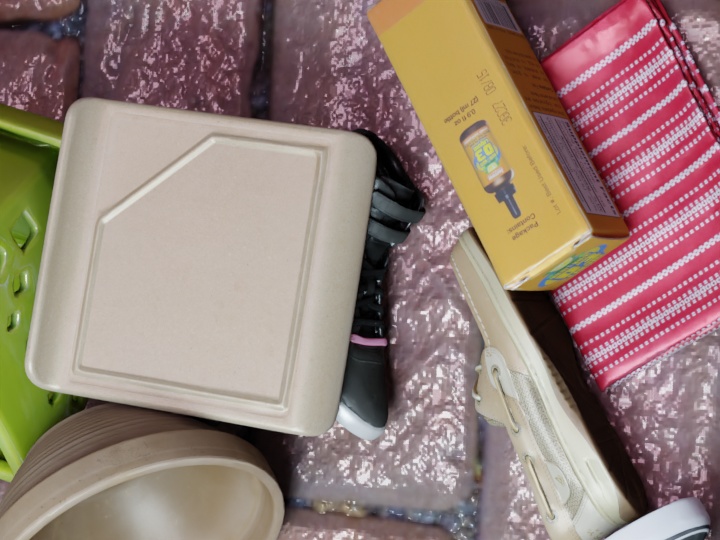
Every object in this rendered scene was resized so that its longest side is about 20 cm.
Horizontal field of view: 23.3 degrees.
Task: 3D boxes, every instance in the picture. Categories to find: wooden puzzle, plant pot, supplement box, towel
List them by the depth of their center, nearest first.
[{"bbox_3d":[0.082,-0.088,1.043,0.066,0.069,0.201,-34,70,26],"label":"supplement box"},{"bbox_3d":[0.159,-0.049,1.044,0.144,0.022,0.201,-33,70,24],"label":"towel"},{"bbox_3d":[-0.098,-0.004,1.082,0.198,0.037,0.187,9,87,9],"label":"wooden puzzle"},{"bbox_3d":[-0.156,0.151,1.109,0.201,0.200,0.093,-44,53,18],"label":"plant pot"},{"bbox_3d":[-0.266,-0.004,1.166,0.199,0.200,0.182,18,53,30],"label":"plant pot"}]

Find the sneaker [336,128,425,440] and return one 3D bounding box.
[{"bbox_3d":[0.000,0.000,1.100,0.099,0.070,0.202,-29,67,29],"label":"sneaker"}]

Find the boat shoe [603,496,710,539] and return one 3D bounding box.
[{"bbox_3d":[0.135,0.211,0.999,0.199,0.073,0.068,-44,62,19],"label":"boat shoe"}]

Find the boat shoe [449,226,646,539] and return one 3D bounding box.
[{"bbox_3d":[0.096,0.069,1.039,0.064,0.071,0.201,-33,71,22],"label":"boat shoe"}]

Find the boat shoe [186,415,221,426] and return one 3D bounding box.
[{"bbox_3d":[-0.098,0.003,1.164,0.062,0.074,0.204,12,83,1],"label":"boat shoe"}]
